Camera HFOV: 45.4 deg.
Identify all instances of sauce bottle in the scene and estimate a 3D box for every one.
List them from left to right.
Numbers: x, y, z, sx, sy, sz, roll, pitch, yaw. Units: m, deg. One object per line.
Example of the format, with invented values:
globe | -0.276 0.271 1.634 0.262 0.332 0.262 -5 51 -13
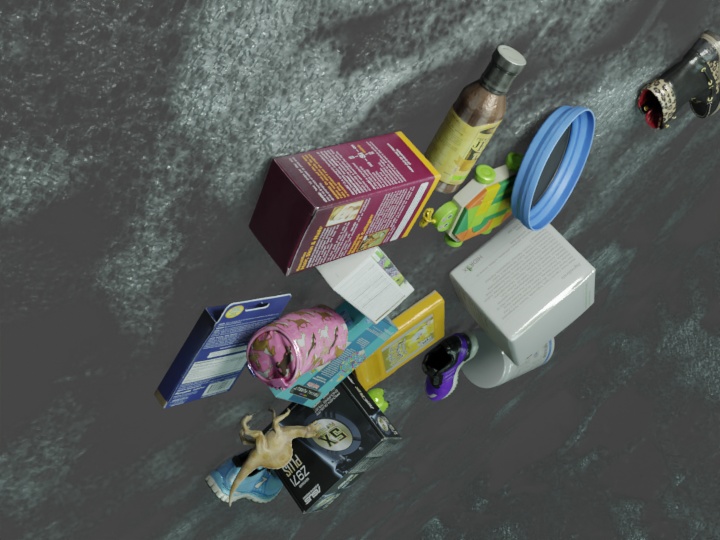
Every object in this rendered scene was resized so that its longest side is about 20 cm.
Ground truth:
sauce bottle | 0.140 -0.187 1.081 0.065 0.065 0.200 -17 148 -42

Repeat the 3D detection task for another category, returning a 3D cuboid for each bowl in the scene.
bowl | 0.294 -0.159 1.320 0.201 0.039 0.201 -44 150 -33

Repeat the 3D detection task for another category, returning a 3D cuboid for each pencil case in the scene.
pencil case | -0.082 0.102 1.186 0.087 0.083 0.200 -53 170 17

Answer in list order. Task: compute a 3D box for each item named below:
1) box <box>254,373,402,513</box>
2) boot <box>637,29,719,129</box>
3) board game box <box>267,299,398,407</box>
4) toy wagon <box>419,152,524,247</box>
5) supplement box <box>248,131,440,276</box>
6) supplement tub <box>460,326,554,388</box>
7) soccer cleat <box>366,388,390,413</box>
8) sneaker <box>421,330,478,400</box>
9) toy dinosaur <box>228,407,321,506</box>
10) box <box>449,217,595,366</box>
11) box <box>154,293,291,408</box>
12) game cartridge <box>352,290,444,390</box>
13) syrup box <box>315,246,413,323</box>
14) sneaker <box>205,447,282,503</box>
box | -0.059 0.296 1.509 0.200 0.164 0.086 -44 156 11
boot | 0.553 -0.300 1.479 0.150 0.073 0.200 -39 153 -4
board game box | -0.045 0.131 1.385 0.200 0.047 0.151 -42 156 4
toy wagon | 0.176 -0.098 1.321 0.199 0.040 0.155 -24 151 -33
supplement box | -0.018 -0.082 1.006 0.199 0.086 0.111 -19 149 -40
supplement tub | 0.323 0.171 1.892 0.199 0.132 0.132 -13 145 -44
soccer cleat | 0.008 0.298 1.750 0.081 0.068 0.200 -13 148 -14
sneaker | 0.162 0.204 1.805 0.099 0.070 0.201 -11 140 -36
toy dinosaur | -0.162 0.291 1.424 0.200 0.101 0.058 -36 156 -9
box | 0.296 0.033 1.561 0.200 0.171 0.199 -39 156 -2
box | -0.182 0.098 1.145 0.121 0.032 0.200 -8 141 -52
game cartridge | 0.069 0.136 1.583 0.200 0.032 0.176 -36 156 -11
syrup box | 0.000 0.000 1.184 0.081 0.079 0.200 -42 156 3
sneaker | -0.186 0.365 1.553 0.090 0.078 0.200 -49 155 13
